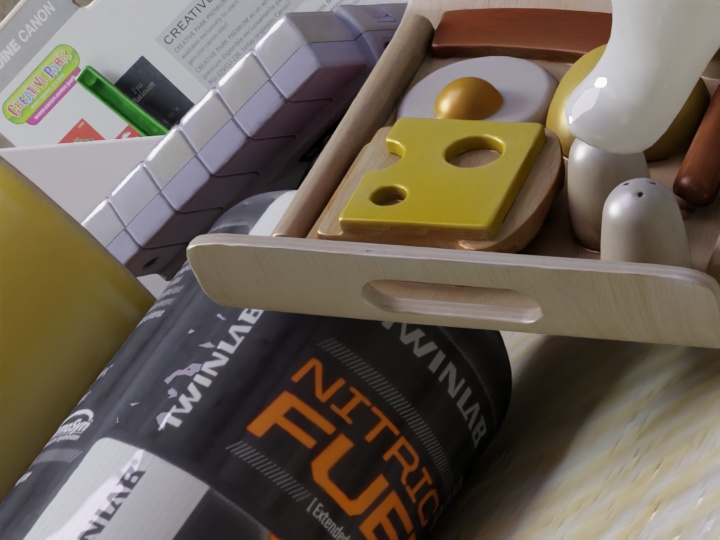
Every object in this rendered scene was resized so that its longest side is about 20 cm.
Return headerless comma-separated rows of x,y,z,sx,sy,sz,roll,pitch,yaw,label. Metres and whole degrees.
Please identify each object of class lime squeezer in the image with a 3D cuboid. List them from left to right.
-0.050,-0.019,1.214,0.200,0.071,0.038,45,117,40,lime squeezer

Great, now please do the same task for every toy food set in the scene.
0.052,-0.052,0.803,0.143,0.061,0.200,4,35,21,toy food set

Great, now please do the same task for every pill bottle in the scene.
-0.026,0.050,0.842,0.200,0.106,0.106,-55,12,-26,pill bottle

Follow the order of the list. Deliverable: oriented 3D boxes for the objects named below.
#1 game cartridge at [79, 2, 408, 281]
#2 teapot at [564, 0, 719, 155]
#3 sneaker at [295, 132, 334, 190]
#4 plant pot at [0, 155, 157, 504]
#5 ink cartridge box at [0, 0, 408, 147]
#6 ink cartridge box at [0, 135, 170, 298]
-0.006,-0.052,1.106,0.130,0.038,0.200,-39,-14,28,game cartridge
0.150,-0.129,0.677,0.146,0.199,0.198,51,-133,-64,teapot
0.000,0.000,1.011,0.201,0.071,0.098,-51,11,-24,sneaker
-0.156,0.058,0.906,0.189,0.201,0.201,-48,10,-9,plant pot
-0.051,-0.100,1.279,0.200,0.176,0.084,-42,12,29,ink cartridge box
-0.149,0.025,1.203,0.144,0.084,0.200,-6,-21,-22,ink cartridge box
